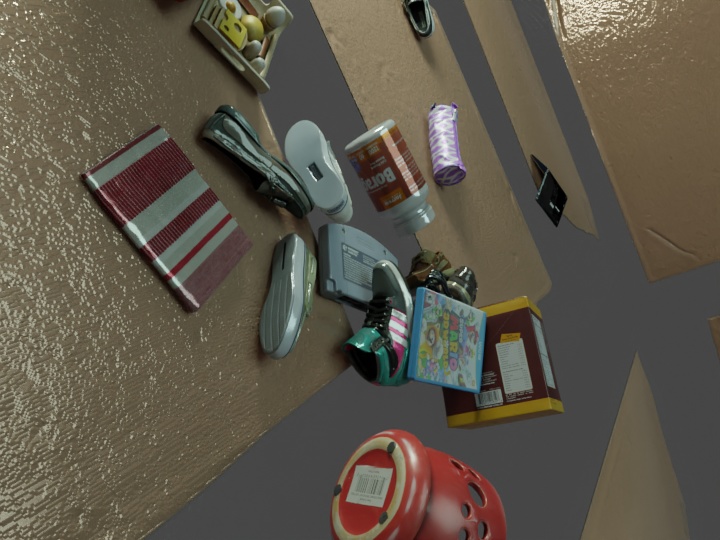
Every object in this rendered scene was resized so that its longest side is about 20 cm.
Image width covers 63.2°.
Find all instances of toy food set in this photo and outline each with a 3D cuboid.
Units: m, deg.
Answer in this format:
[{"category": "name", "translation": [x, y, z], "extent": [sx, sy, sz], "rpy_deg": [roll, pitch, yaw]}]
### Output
[{"category": "toy food set", "translation": [-0.179, -0.404, 0.949], "extent": [0.143, 0.059, 0.204], "rpy_deg": [40, 43, -36]}]

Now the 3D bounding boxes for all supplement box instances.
[{"category": "supplement box", "translation": [0.257, 0.181, 1.114], "extent": [0.132, 0.193, 0.206], "rpy_deg": [27, 51, -58]}]

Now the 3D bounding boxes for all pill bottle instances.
[{"category": "pill bottle", "translation": [0.062, -0.172, 1.118], "extent": [0.203, 0.110, 0.112], "rpy_deg": [59, 35, -13]}]

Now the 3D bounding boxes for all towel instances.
[{"category": "towel", "translation": [-0.233, -0.067, 0.731], "extent": [0.202, 0.022, 0.145], "rpy_deg": [54, 38, -18]}]

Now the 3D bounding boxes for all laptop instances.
[{"category": "laptop", "translation": [0.666, -0.291, 2.123], "extent": [0.176, 0.102, 0.204], "rpy_deg": [37, 70, -36]}]

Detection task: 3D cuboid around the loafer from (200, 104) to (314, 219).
[{"category": "loafer", "translation": [-0.152, -0.143, 0.857], "extent": [0.200, 0.071, 0.063], "rpy_deg": [48, 58, -21]}]

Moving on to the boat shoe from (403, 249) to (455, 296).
[{"category": "boat shoe", "translation": [0.127, 0.000, 1.163], "extent": [0.199, 0.075, 0.075], "rpy_deg": [-13, 77, -64]}]

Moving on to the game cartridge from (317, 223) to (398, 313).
[{"category": "game cartridge", "translation": [0.000, 0.000, 1.009], "extent": [0.198, 0.041, 0.137], "rpy_deg": [25, 49, -46]}]

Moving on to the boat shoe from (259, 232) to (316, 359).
[{"category": "boat shoe", "translation": [-0.093, 0.037, 0.827], "extent": [0.062, 0.071, 0.204], "rpy_deg": [36, 43, -35]}]

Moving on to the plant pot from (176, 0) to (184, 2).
[{"category": "plant pot", "translation": [-0.226, -0.535, 0.826], "extent": [0.201, 0.199, 0.177], "rpy_deg": [48, 29, -9]}]

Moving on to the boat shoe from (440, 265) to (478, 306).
[{"category": "boat shoe", "translation": [0.205, 0.045, 1.168], "extent": [0.074, 0.074, 0.200], "rpy_deg": [35, -8, 12]}]

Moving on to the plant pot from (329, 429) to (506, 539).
[{"category": "plant pot", "translation": [0.067, 0.335, 0.789], "extent": [0.181, 0.198, 0.204], "rpy_deg": [36, 45, -27]}]

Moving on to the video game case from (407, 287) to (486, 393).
[{"category": "video game case", "translation": [0.151, 0.123, 0.990], "extent": [0.198, 0.017, 0.147], "rpy_deg": [21, 72, -45]}]

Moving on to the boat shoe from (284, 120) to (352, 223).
[{"category": "boat shoe", "translation": [-0.059, -0.155, 0.956], "extent": [0.204, 0.074, 0.086], "rpy_deg": [60, 5, 34]}]

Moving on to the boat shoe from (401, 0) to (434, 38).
[{"category": "boat shoe", "translation": [0.143, -0.725, 1.563], "extent": [0.068, 0.072, 0.205], "rpy_deg": [-32, 108, -70]}]

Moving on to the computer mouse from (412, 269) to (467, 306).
[{"category": "computer mouse", "translation": [0.108, 0.112, 1.043], "extent": [0.200, 0.052, 0.139], "rpy_deg": [-44, 102, -25]}]

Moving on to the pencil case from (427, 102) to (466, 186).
[{"category": "pencil case", "translation": [0.212, -0.308, 1.427], "extent": [0.083, 0.084, 0.205], "rpy_deg": [23, 55, -44]}]

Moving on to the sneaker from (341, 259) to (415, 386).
[{"category": "sneaker", "translation": [0.022, 0.090, 0.928], "extent": [0.119, 0.083, 0.206], "rpy_deg": [-9, 86, -41]}]
